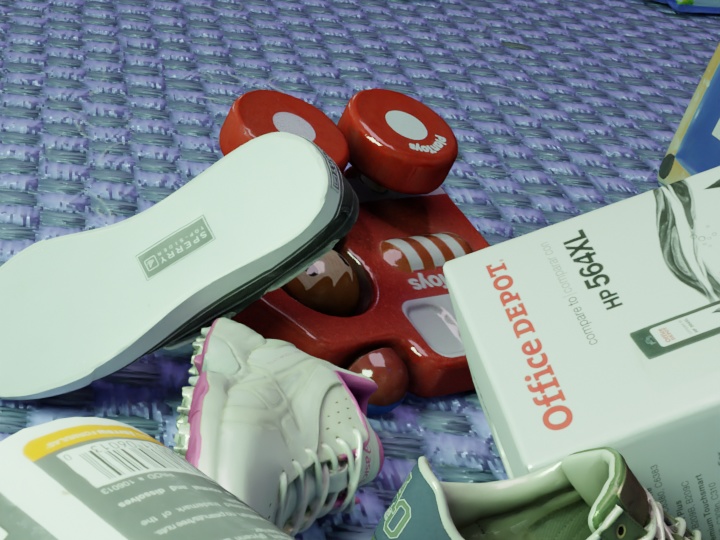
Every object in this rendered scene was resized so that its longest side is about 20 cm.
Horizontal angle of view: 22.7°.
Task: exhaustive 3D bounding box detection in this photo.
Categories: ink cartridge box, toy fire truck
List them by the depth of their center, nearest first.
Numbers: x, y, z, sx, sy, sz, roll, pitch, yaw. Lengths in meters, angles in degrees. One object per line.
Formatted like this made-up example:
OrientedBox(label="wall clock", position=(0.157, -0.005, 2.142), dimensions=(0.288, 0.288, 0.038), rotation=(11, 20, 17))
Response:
OrientedBox(label="ink cartridge box", position=(0.150, 0.034, 0.758), dimensions=(0.199, 0.085, 0.146), rotation=(-19, 37, -1))
OrientedBox(label="toy fire truck", position=(0.000, 0.000, 0.928), dimensions=(0.199, 0.113, 0.168), rotation=(-7, 47, -44))

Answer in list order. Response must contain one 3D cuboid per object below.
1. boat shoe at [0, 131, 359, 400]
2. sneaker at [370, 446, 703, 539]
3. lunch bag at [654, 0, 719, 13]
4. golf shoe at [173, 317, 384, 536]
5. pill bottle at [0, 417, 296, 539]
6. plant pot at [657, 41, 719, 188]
OrientedBox(label="boat shoe", position=(-0.091, 0.008, 0.828), dimensions=(0.199, 0.071, 0.064), rotation=(-26, -22, 10))
OrientedBox(label="sneaker", position=(0.096, 0.111, 0.665), dimensions=(0.198, 0.091, 0.067), rotation=(4, 19, -14))
OrientedBox(label="lunch bag", position=(0.422, -0.385, 2.061), dimensions=(0.199, 0.171, 0.127), rotation=(-3, 22, -34))
OrientedBox(label="golf shoe", position=(-0.034, 0.076, 0.736), dimensions=(0.091, 0.076, 0.200), rotation=(12, 21, -2))
OrientedBox(label="pill bottle", position=(-0.042, 0.131, 0.514), dimensions=(0.116, 0.117, 0.199), rotation=(-9, 28, -42))
OrientedBox(label="plant pot", position=(0.291, -0.063, 1.013), dimensions=(0.179, 0.201, 0.200), rotation=(21, 14, -17))
